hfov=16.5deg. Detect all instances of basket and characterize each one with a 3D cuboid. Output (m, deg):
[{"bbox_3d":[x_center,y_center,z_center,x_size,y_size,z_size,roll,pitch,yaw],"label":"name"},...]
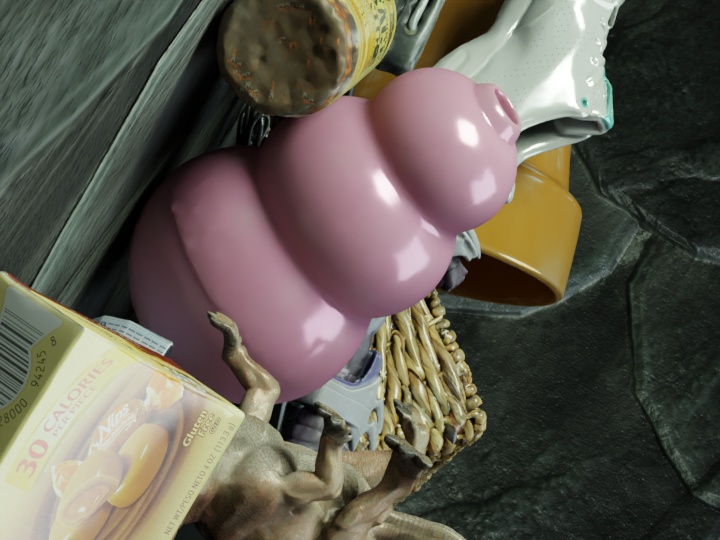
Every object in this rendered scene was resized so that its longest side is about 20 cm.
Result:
[{"bbox_3d":[-0.041,0.078,1.446,0.148,0.144,0.200,-17,166,-23],"label":"basket"}]

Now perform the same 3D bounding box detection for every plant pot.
[{"bbox_3d":[0.047,-0.097,1.462,0.200,0.199,0.185,106,0,-82],"label":"plant pot"}]

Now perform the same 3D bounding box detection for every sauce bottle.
[{"bbox_3d":[-0.017,-0.116,1.150,0.066,0.066,0.200,-59,180,17],"label":"sauce bottle"}]

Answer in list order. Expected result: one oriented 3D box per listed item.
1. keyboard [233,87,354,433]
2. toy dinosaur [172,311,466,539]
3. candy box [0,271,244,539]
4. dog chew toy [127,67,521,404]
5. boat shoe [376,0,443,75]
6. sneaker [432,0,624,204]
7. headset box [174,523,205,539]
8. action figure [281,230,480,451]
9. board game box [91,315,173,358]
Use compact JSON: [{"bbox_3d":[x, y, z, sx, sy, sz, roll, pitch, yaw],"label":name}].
[{"bbox_3d":[-0.050,-0.020,1.289,0.127,0.020,0.202,26,-75,65],"label":"keyboard"},{"bbox_3d":[-0.039,0.113,1.111,0.136,0.199,0.086,-59,-153,11],"label":"toy dinosaur"},{"bbox_3d":[-0.140,0.113,0.941,0.201,0.055,0.115,-58,144,-1],"label":"candy box"},{"bbox_3d":[-0.012,-0.023,1.162,0.199,0.125,0.125,-33,-174,18],"label":"dog chew toy"},{"bbox_3d":[0.050,-0.184,1.335,0.201,0.071,0.072,-56,176,-18],"label":"boat shoe"},{"bbox_3d":[0.111,-0.114,1.349,0.200,0.088,0.075,-49,160,-19],"label":"sneaker"},{"bbox_3d":[-0.106,0.163,1.276,0.175,0.199,0.093,-59,161,4],"label":"headset box"},{"bbox_3d":[0.000,0.000,1.284,0.130,0.069,0.202,22,-82,58],"label":"action figure"},{"bbox_3d":[-0.148,0.099,1.131,0.201,0.061,0.200,-60,177,-30],"label":"board game box"}]
